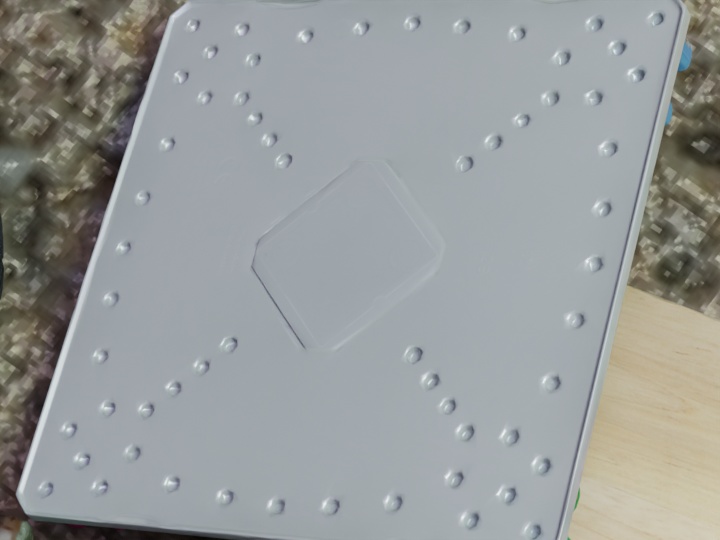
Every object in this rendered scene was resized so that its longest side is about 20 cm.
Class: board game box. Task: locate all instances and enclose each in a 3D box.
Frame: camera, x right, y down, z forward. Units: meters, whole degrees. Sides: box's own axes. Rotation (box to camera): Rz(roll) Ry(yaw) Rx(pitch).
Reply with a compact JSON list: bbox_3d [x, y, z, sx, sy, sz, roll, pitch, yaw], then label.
[{"bbox_3d":[0.000,0.000,0.894,0.199,0.026,0.201,2,64,29],"label":"board game box"}]

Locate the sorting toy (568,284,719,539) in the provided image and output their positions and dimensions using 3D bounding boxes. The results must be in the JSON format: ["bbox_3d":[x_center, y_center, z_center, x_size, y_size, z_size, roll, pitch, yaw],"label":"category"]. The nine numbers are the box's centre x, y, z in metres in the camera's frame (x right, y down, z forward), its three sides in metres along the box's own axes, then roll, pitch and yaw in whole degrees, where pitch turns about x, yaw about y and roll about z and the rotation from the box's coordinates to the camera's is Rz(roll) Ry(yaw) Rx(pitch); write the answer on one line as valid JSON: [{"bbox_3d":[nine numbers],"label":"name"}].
[{"bbox_3d":[0.103,0.123,0.881,0.199,0.070,0.199,21,71,7],"label":"sorting toy"}]

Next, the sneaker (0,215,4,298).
[{"bbox_3d":[-0.174,0.008,0.890,0.079,0.078,0.200,-3,40,21],"label":"sneaker"}]

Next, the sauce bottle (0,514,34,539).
[{"bbox_3d":[-0.209,0.097,0.887,0.199,0.065,0.065,8,71,4],"label":"sauce bottle"}]
